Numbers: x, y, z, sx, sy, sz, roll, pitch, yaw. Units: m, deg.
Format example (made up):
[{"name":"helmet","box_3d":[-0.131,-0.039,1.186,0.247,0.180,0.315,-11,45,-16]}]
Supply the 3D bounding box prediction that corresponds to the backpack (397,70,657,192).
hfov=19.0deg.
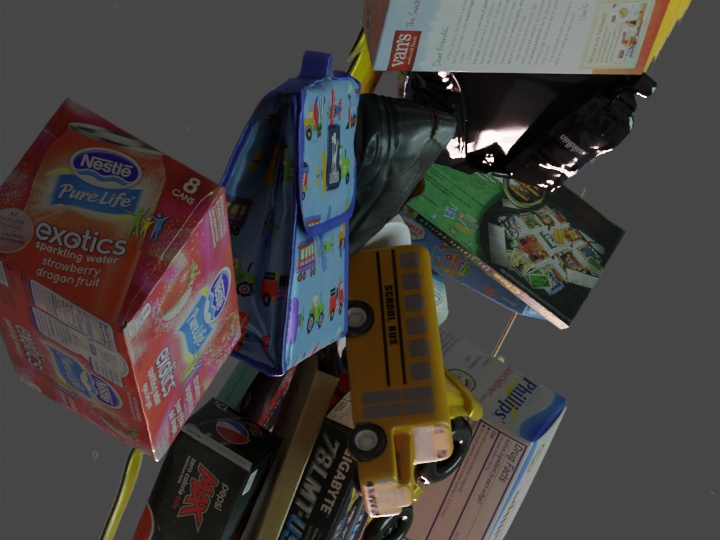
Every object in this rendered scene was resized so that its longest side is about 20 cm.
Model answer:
[{"name":"backpack","box_3d":[0.113,-0.154,1.621,0.191,0.199,0.155,109,0,-56]}]

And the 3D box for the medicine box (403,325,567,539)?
[{"name":"medicine box","box_3d":[0.072,0.168,2.109,0.103,0.199,0.183,-42,159,-56]}]

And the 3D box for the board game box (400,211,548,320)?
[{"name":"board game box","box_3d":[0.103,-0.005,1.957,0.037,0.151,0.200,-62,168,4]}]

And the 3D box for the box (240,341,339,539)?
[{"name":"box","box_3d":[-0.060,0.149,1.682,0.164,0.021,0.201,-98,-152,-77]}]

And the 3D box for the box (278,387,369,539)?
[{"name":"box","box_3d":[-0.020,0.186,1.768,0.201,0.049,0.198,-68,169,17]}]

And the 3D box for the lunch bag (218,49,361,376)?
[{"name":"lunch bag","box_3d":[-0.051,-0.048,1.423,0.151,0.094,0.201,-28,132,-72]}]

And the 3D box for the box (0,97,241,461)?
[{"name":"box","box_3d":[-0.131,0.010,1.141,0.096,0.099,0.200,-56,167,-21]}]

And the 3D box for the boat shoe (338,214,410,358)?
[{"name":"boat shoe","box_3d":[0.000,0.000,1.739,0.071,0.068,0.200,-22,147,-13]}]

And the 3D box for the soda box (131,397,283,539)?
[{"name":"soda box","box_3d":[-0.132,0.201,1.648,0.063,0.071,0.201,-41,157,-61]}]

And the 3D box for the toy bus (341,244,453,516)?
[{"name":"toy bus","box_3d":[0.025,0.082,1.620,0.065,0.078,0.201,83,1,-56]}]

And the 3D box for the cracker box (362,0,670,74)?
[{"name":"cracker box","box_3d":[0.110,-0.199,1.451,0.134,0.199,0.058,106,-21,-50]}]

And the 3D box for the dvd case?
[{"name":"dvd case","box_3d":[-0.075,0.097,1.765,0.146,0.022,0.200,-58,168,-16]}]

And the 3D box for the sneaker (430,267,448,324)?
[{"name":"sneaker","box_3d":[0.016,0.018,1.894,0.072,0.073,0.200,-28,166,20]}]

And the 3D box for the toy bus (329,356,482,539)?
[{"name":"toy bus","box_3d":[-0.010,0.151,1.933,0.200,0.136,0.192,-54,153,1]}]

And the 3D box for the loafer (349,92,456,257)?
[{"name":"loafer","box_3d":[0.013,-0.059,1.565,0.200,0.072,0.073,122,-34,-63]}]

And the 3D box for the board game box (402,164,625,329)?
[{"name":"board game box","box_3d":[0.122,-0.050,1.834,0.105,0.200,0.023,-56,-171,-17]}]
